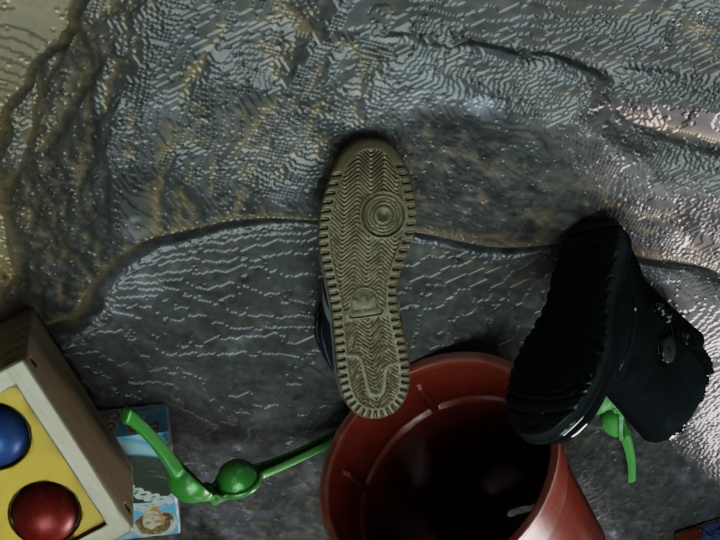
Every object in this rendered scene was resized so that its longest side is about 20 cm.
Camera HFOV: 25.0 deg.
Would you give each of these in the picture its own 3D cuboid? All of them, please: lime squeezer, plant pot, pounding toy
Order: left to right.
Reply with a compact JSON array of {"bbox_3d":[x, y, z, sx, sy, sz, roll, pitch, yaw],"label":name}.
[{"bbox_3d":[-0.282,0.172,1.177,0.200,0.142,0.184,-28,111,2],"label":"pounding toy"},{"bbox_3d":[-0.109,0.149,1.273,0.200,0.038,0.071,11,91,-36],"label":"lime squeezer"},{"bbox_3d":[0.098,0.201,1.299,0.200,0.201,0.195,-27,137,11],"label":"plant pot"},{"bbox_3d":[0.191,0.123,1.340,0.071,0.038,0.200,-41,125,21],"label":"lime squeezer"}]

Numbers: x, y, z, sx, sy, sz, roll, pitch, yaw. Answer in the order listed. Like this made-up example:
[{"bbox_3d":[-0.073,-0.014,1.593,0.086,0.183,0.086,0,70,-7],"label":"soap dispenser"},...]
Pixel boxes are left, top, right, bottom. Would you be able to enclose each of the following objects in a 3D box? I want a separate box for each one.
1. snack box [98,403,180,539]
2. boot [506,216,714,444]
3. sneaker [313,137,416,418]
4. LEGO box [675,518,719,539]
[{"bbox_3d":[-0.248,0.170,1.294,0.199,0.037,0.116,-6,128,-6],"label":"snack box"},{"bbox_3d":[0.196,0.082,1.218,0.076,0.200,0.168,-11,134,38],"label":"boot"},{"bbox_3d":[0.000,0.000,1.194,0.070,0.109,0.201,-2,99,-6],"label":"sneaker"},{"bbox_3d":[0.358,0.345,1.478,0.077,0.149,0.200,-18,130,3],"label":"LEGO box"}]
